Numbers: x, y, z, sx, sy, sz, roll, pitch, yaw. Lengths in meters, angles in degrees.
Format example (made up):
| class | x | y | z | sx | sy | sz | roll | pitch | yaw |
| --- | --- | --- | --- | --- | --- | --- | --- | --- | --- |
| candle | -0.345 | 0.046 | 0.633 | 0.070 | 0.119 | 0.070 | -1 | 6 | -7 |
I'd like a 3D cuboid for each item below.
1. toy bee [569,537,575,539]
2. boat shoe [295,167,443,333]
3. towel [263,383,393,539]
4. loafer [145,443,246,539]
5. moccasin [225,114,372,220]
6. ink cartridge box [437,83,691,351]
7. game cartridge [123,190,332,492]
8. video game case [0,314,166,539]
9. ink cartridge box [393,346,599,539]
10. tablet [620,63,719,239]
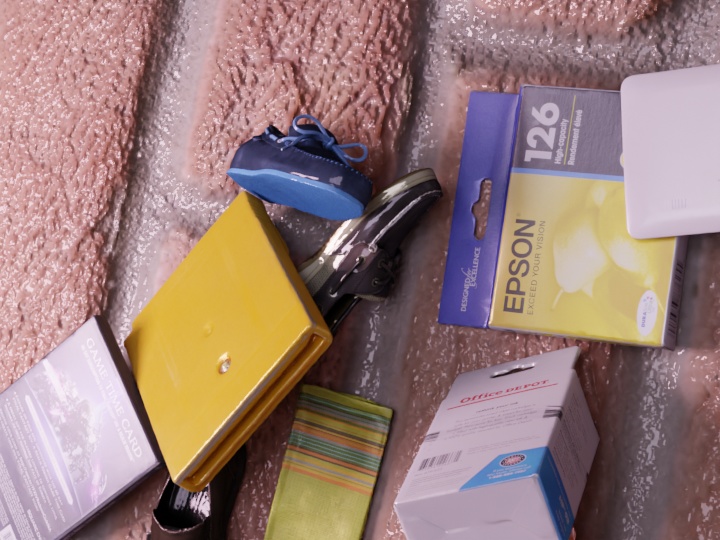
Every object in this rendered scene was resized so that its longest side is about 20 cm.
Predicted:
| class | x | y | z | sx | sy | sz | roll | pitch | yaw |
| --- | --- | --- | --- | --- | --- | --- | --- | --- | --- |
| toy bee | 0.132 | 0.218 | 1.357 | 0.199 | 0.109 | 0.132 | -16 | 51 | 10 |
| boat shoe | -0.001 | 0.000 | 1.477 | 0.201 | 0.072 | 0.066 | -42 | 74 | 16 |
| towel | -0.035 | 0.198 | 1.482 | 0.086 | 0.018 | 0.201 | 13 | 86 | 24 |
| loafer | -0.151 | 0.222 | 1.495 | 0.073 | 0.071 | 0.202 | 7 | 83 | 23 |
| moccasin | -0.049 | -0.092 | 1.466 | 0.200 | 0.080 | 0.068 | 19 | 74 | 56 |
| ink cartridge box | 0.161 | -0.046 | 1.430 | 0.199 | 0.047 | 0.199 | 6 | 84 | 21 |
| game cartridge | -0.113 | 0.054 | 1.477 | 0.176 | 0.032 | 0.200 | -48 | 36 | 15 |
| video game case | -0.260 | 0.151 | 1.555 | 0.200 | 0.019 | 0.143 | -37 | 68 | 27 |
| ink cartridge box | 0.110 | 0.140 | 1.365 | 0.115 | 0.200 | 0.067 | -15 | 109 | 24 |
| tablet | 0.294 | -0.096 | 1.356 | 0.199 | 0.014 | 0.131 | -6 | 77 | 21 |
